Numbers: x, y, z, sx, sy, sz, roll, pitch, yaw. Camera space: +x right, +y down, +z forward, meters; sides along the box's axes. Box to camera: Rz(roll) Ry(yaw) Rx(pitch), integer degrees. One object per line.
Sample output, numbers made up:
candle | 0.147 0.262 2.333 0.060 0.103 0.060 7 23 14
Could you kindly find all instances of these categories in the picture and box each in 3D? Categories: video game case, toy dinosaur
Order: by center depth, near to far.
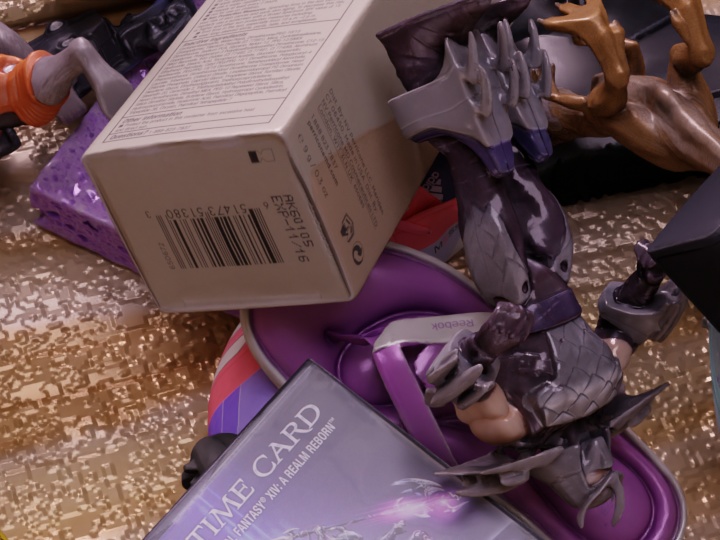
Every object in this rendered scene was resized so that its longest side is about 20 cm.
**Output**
video game case | 0.014 0.141 0.690 0.200 0.019 0.143 37 66 13
toy dinosaur | 0.122 -0.058 0.756 0.060 0.106 0.200 -29 30 -12

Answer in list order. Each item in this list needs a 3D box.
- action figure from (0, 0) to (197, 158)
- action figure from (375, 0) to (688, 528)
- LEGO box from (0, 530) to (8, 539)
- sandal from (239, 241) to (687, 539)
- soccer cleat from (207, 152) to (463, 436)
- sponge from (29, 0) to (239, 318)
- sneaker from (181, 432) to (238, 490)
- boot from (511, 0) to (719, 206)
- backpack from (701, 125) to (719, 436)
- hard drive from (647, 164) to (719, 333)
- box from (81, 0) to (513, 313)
action figure | -0.160 -0.093 0.821 0.200 0.105 0.193 -33 26 -15
action figure | 0.061 0.000 0.721 0.130 0.069 0.200 -20 93 -53
LEGO box | -0.125 0.163 0.660 0.077 0.149 0.200 -36 67 -24
sandal | 0.049 0.048 0.768 0.203 0.050 0.083 32 74 -7
soccer cleat | 0.000 0.000 0.818 0.067 0.076 0.200 31 60 15
sponge | -0.050 -0.078 0.892 0.111 0.030 0.200 25 59 12
sneaker | 0.021 0.123 0.750 0.200 0.066 0.090 41 60 16
boot | 0.147 -0.128 0.902 0.200 0.076 0.168 -11 68 -4
backpack | 0.224 0.011 0.780 0.177 0.151 0.200 5 67 -3
hard drive | 0.214 -0.027 0.694 0.200 0.042 0.135 -40 84 -17
box | -0.017 -0.076 0.785 0.095 0.078 0.200 -4 36 31
